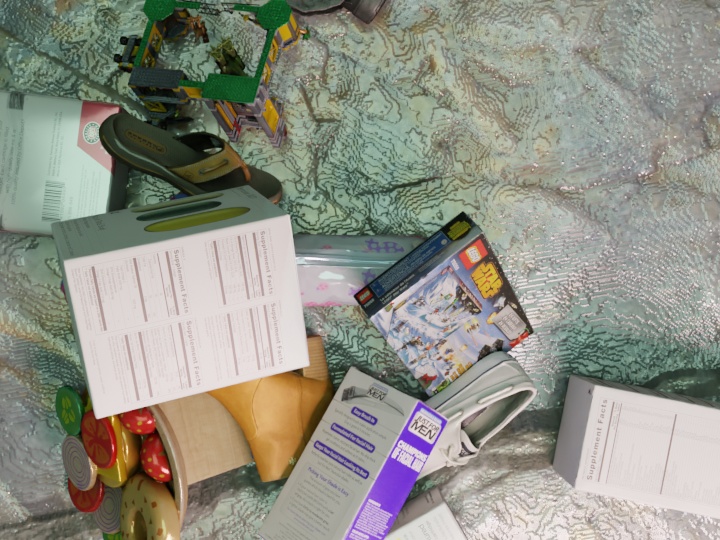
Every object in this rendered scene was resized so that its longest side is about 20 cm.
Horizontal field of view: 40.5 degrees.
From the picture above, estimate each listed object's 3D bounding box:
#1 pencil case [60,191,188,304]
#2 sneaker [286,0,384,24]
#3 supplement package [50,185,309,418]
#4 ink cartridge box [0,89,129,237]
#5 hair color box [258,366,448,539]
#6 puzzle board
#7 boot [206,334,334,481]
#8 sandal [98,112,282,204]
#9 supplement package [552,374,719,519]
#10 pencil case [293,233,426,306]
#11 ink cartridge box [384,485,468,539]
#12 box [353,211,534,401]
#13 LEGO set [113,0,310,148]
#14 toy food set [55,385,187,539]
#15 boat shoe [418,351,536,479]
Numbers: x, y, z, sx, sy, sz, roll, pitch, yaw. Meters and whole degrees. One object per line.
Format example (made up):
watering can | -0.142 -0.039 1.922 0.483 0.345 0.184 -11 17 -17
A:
pencil case | -0.225 -0.009 1.044 0.200 0.088 0.089 -36 90 0
sneaker | 0.002 -0.351 1.060 0.104 0.060 0.200 31 92 -5
supplement package | -0.172 0.021 0.920 0.199 0.152 0.151 -13 109 -18
ink cartridge box | -0.354 -0.112 1.041 0.199 0.085 0.146 7 89 -2
hair color box | -0.008 0.211 0.997 0.065 0.109 0.201 35 81 -42
puzzle board | -0.165 0.116 1.041 0.150 0.017 0.201 -14 92 -31
boot | -0.114 0.150 1.018 0.200 0.071 0.145 -6 91 -29
sandal | -0.167 -0.118 1.003 0.199 0.082 0.055 26 126 -18
supplement package | 0.319 0.186 1.030 0.199 0.110 0.114 12 89 -1
pencil case | 0.000 0.000 1.040 0.199 0.091 0.084 0 89 0
ink cartridge box | 0.036 0.349 1.039 0.199 0.083 0.146 -31 90 -1
box | 0.091 0.045 0.998 0.137 0.200 0.040 -37 49 -1
LEGO set | -0.149 -0.209 1.047 0.199 0.116 0.155 1 70 12
toy food set | -0.248 0.206 1.006 0.049 0.197 0.201 -15 104 -44
boat shoe | 0.101 0.173 1.037 0.200 0.066 0.072 -38 132 -1
